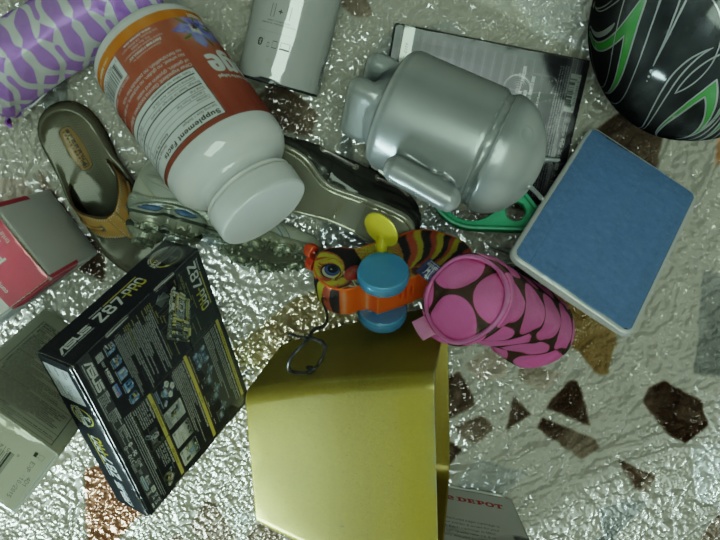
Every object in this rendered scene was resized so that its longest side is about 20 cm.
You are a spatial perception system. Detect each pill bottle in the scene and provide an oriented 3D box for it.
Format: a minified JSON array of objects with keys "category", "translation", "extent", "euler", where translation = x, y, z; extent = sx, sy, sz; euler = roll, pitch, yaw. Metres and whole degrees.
[{"category":"pill bottle","translation":[-0.138,-0.127,0.681],"extent":[0.112,0.112,0.200],"euler":[-38,77,5]}]

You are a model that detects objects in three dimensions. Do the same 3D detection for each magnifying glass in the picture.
[{"category":"magnifying glass","translation":[0.158,-0.053,0.752],"extent":[0.199,0.022,0.080],"euler":[29,85,7]}]

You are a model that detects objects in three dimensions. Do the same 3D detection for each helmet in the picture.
[{"category":"helmet","translation":[0.303,-0.217,0.685],"extent":[0.199,0.191,0.201],"euler":[-1,103,-4]}]

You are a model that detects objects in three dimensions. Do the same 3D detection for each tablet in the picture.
[{"category":"tablet","translation":[0.235,-0.043,0.735],"extent":[0.130,0.014,0.200],"euler":[35,59,5]}]

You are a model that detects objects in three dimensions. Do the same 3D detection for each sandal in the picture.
[{"category":"sandal","translation":[-0.245,-0.073,0.749],"extent":[0.081,0.055,0.201],"euler":[-29,102,3]}]

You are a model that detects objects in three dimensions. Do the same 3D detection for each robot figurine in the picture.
[{"category":"robot figurine","translation":[0.083,-0.124,0.702],"extent":[0.199,0.113,0.170],"euler":[26,57,8]}]

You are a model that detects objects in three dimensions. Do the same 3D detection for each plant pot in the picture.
[{"category":"plant pot","translation":[-0.006,0.156,0.752],"extent":[0.175,0.200,0.201],"euler":[0,105,9]}]

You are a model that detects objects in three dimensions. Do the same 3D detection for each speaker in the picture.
[{"category":"speaker","translation":[-0.053,-0.268,0.708],"extent":[0.081,0.081,0.201],"euler":[13,101,-7]}]

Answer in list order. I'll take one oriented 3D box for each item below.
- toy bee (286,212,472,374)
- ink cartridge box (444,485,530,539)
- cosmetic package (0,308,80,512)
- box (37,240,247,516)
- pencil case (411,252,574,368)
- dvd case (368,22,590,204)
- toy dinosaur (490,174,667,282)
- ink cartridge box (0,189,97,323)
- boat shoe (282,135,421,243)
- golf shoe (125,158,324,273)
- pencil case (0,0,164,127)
[{"category":"toy bee","translation":[0.000,0.000,0.716],"extent":[0.199,0.109,0.131],"euler":[-9,134,-39]},{"category":"ink cartridge box","translation":[0.100,0.307,0.782],"extent":[0.146,0.200,0.083],"euler":[11,104,-6]},{"category":"cosmetic package","translation":[-0.304,0.119,0.713],"extent":[0.105,0.200,0.071],"euler":[38,101,-9]},{"category":"box","translation":[-0.185,0.099,0.707],"extent":[0.049,0.161,0.201],"euler":[15,135,29]},{"category":"pencil case","translation":[0.130,0.044,0.723],"extent":[0.094,0.200,0.091],"euler":[-45,57,15]},{"category":"dvd case","translation":[0.118,-0.154,0.777],"extent":[0.199,0.016,0.149],"euler":[9,102,-6]},{"category":"toy dinosaur","translation":[0.237,-0.035,0.781],"extent":[0.200,0.077,0.102],"euler":[-43,108,8]},{"category":"ink cartridge box","translation":[-0.364,0.020,0.714],"extent":[0.200,0.147,0.083],"euler":[-35,101,4]},{"category":"boat shoe","translation":[-0.031,-0.085,0.769],"extent":[0.199,0.057,0.067],"euler":[28,127,-5]},{"category":"golf shoe","translation":[-0.123,-0.059,0.752],"extent":[0.199,0.078,0.098],"euler":[16,63,-26]},{"category":"pencil case","translation":[-0.268,-0.213,0.703],"extent":[0.199,0.084,0.086],"euler":[-30,114,2]}]
